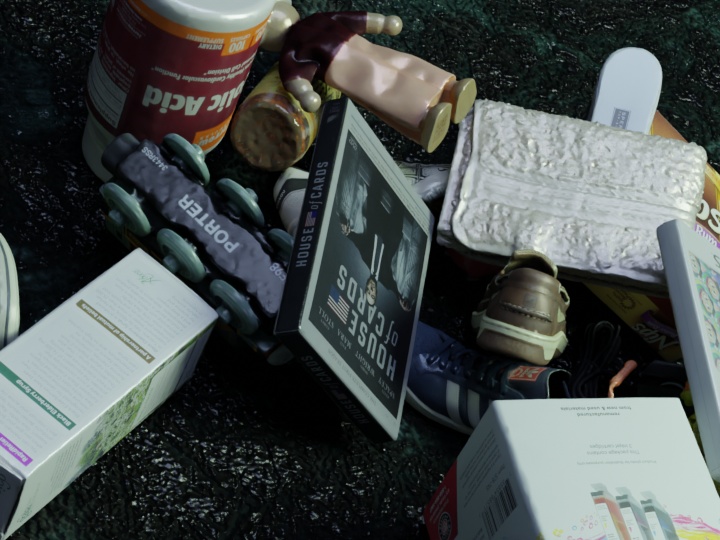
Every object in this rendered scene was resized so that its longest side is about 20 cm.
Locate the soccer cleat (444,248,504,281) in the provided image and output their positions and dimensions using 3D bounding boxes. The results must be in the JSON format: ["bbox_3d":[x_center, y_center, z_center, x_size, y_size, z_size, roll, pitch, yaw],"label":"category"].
[{"bbox_3d":[0.153,-0.050,1.322,0.200,0.076,0.067,-21,62,-37],"label":"soccer cleat"}]

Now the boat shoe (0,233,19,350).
[{"bbox_3d":[-0.281,-0.011,1.083,0.062,0.075,0.200,-11,46,-29],"label":"boat shoe"}]

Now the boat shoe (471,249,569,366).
[{"bbox_3d":[0.126,0.023,1.171,0.075,0.075,0.202,16,3,1],"label":"boat shoe"}]

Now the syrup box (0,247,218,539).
[{"bbox_3d":[-0.190,0.078,1.042,0.081,0.079,0.200,39,46,11],"label":"syrup box"}]

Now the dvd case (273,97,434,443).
[{"bbox_3d":[0.000,0.000,1.128,0.025,0.150,0.200,-9,52,27],"label":"dvd case"}]

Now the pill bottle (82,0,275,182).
[{"bbox_3d":[-0.142,-0.154,1.189,0.114,0.200,0.114,13,47,-14],"label":"pill bottle"}]

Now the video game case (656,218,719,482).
[{"bbox_3d":[0.287,0.080,1.160,0.182,0.024,0.200,29,46,-44],"label":"video game case"}]

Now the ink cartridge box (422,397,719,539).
[{"bbox_3d":[0.149,0.203,1.023,0.145,0.145,0.200,2,51,-22],"label":"ink cartridge box"}]

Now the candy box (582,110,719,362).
[{"bbox_3d":[0.252,-0.035,1.342,0.117,0.056,0.200,41,39,-23],"label":"candy box"}]

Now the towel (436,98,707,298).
[{"bbox_3d":[0.165,-0.058,1.228,0.200,0.034,0.133,11,68,3],"label":"towel"}]

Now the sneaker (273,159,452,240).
[{"bbox_3d":[0.022,-0.069,1.278,0.200,0.076,0.088,-14,58,-35],"label":"sneaker"}]

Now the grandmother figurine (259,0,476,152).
[{"bbox_3d":[-0.016,-0.162,1.235,0.200,0.061,0.121,31,45,17],"label":"grandmother figurine"}]

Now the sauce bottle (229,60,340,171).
[{"bbox_3d":[-0.051,-0.146,1.302,0.066,0.066,0.200,26,31,-1],"label":"sauce bottle"}]

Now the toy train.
[{"bbox_3d":[-0.109,-0.015,1.140,0.200,0.114,0.085,42,70,12],"label":"toy train"}]

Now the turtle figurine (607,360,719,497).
[{"bbox_3d":[0.262,0.144,1.163,0.200,0.064,0.161,4,79,-42],"label":"turtle figurine"}]

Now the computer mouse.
[{"bbox_3d":[0.249,0.118,1.236,0.200,0.046,0.140,33,43,5],"label":"computer mouse"}]

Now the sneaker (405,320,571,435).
[{"bbox_3d":[0.104,0.086,1.169,0.200,0.085,0.075,36,45,9],"label":"sneaker"}]

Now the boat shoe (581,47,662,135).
[{"bbox_3d":[0.195,-0.086,1.295,0.070,0.066,0.200,15,70,6],"label":"boat shoe"}]
